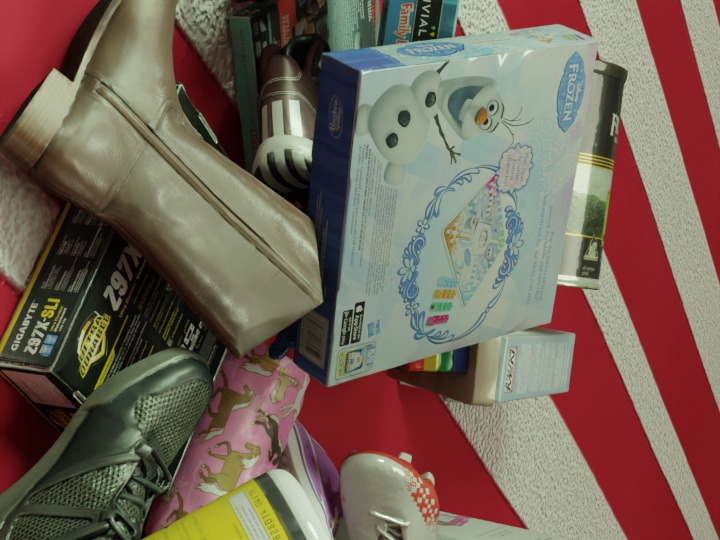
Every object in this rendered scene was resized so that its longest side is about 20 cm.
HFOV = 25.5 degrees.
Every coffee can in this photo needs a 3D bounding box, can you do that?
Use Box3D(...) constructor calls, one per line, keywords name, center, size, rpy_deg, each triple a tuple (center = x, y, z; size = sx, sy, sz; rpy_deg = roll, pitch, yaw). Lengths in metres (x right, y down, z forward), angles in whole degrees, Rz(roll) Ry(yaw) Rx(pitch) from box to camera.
Box3D(name="coffee can", center=(0.159, -0.091, 1.457), size=(0.146, 0.145, 0.202), rpy_deg=(5, 93, -65))

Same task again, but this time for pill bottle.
Box3D(name="pill bottle", center=(-0.105, 0.207, 0.919), size=(0.199, 0.112, 0.113), rpy_deg=(-27, 133, -10))

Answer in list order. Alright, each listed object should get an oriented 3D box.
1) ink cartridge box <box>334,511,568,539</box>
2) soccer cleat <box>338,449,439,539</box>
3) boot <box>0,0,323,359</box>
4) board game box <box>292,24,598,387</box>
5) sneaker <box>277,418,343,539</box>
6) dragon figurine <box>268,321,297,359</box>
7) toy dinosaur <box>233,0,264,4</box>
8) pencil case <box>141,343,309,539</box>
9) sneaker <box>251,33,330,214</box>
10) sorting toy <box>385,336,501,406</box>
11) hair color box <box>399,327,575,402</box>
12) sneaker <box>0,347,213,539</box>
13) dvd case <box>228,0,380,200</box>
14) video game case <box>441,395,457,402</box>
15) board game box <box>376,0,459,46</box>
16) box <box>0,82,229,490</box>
Box3D(name="ink cartridge box", center=(0.055, 0.271, 1.273), size=(0.084, 0.198, 0.146), rpy_deg=(0, 96, -61))
Box3D(name="soccer cleat", center=(0.023, 0.205, 1.139), size=(0.201, 0.068, 0.086), rpy_deg=(76, 23, -46))
Box3D(name="boot", center=(-0.083, -0.073, 0.914), size=(0.200, 0.064, 0.187), rpy_deg=(39, 69, -16))
Box3D(name="board game box", center=(0.054, -0.044, 0.998), size=(0.198, 0.043, 0.202), rpy_deg=(-12, 119, -37))
Box3D(name="sneaker", center=(-0.037, 0.189, 1.109), size=(0.114, 0.072, 0.202), rpy_deg=(49, 26, -50))
Box3D(name="dragon figurine", center=(0.000, 0.000, 1.060), size=(0.199, 0.059, 0.099), rpy_deg=(-32, 176, -16))
Box3D(name="toy dinosaur", center=(-0.042, -0.197, 0.992), size=(0.105, 0.199, 0.181), rpy_deg=(-54, 164, 0))
Box3D(name="pencil case", center=(-0.097, 0.143, 1.045), size=(0.087, 0.082, 0.202), rpy_deg=(58, 45, -59))
Box3D(name="sneaker", center=(-0.022, -0.102, 1.110), size=(0.200, 0.075, 0.117), rpy_deg=(33, 51, -74))
Box3D(name="sorting toy", center=(0.044, -0.010, 1.220), size=(0.199, 0.069, 0.203), rpy_deg=(-172, -93, -72))
Box3D(name="hair color box", center=(0.121, 0.081, 1.477), size=(0.200, 0.098, 0.061), rpy_deg=(4, 94, -65))
Box3D(name="sneaker", center=(-0.132, 0.134, 0.869), size=(0.199, 0.114, 0.077), rpy_deg=(-45, 141, -25))
Box3D(name="dvd case", center=(-0.033, -0.146, 1.175), size=(0.200, 0.022, 0.147), rpy_deg=(-43, 135, -52))
Box3D(name="video game case", center=(0.087, -0.030, 1.239), size=(0.201, 0.022, 0.184), rpy_deg=(112, -25, -44))
Box3D(name="board game box", center=(0.039, -0.178, 1.044), size=(0.152, 0.046, 0.202), rpy_deg=(-85, -178, -56))
Box3D(name="box", center=(-0.131, 0.011, 0.977), size=(0.160, 0.049, 0.202), rpy_deg=(56, 47, -51))
